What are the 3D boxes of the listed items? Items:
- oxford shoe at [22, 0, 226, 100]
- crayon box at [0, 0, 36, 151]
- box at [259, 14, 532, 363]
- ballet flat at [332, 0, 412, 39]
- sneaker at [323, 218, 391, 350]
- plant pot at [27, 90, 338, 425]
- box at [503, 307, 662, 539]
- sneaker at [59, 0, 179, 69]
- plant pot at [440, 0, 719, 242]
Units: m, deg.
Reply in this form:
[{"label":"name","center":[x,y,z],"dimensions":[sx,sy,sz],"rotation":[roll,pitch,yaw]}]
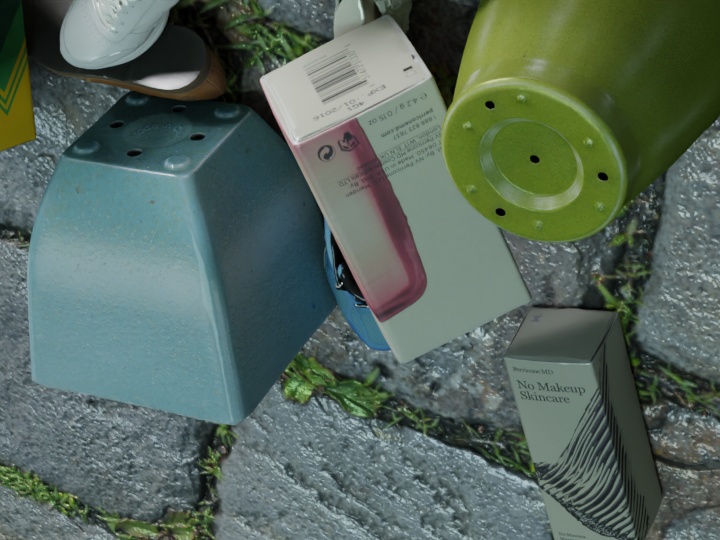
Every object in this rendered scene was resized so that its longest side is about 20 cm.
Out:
[{"label":"oxford shoe","center":[-0.194,-0.172,1.752],"dimensions":[0.200,0.071,0.071],"rotation":[23,174,25]},{"label":"crayon box","center":[-0.313,-0.182,1.776],"dimensions":[0.127,0.051,0.200],"rotation":[46,148,39]},{"label":"box","center":[0.024,-0.058,1.582],"dimensions":[0.109,0.128,0.200],"rotation":[-26,120,-1]},{"label":"ballet flat","center":[0.001,-0.159,1.644],"dimensions":[0.072,0.072,0.200],"rotation":[15,134,19]},{"label":"sneaker","center":[0.000,0.000,1.743],"dimensions":[0.078,0.090,0.200],"rotation":[-2,138,11]},{"label":"plant pot","center":[-0.149,-0.028,1.762],"dimensions":[0.195,0.196,0.200],"rotation":[9,125,24]},{"label":"box","center":[0.181,0.128,1.782],"dimensions":[0.082,0.068,0.200],"rotation":[2,128,29]},{"label":"sneaker","center":[-0.168,-0.220,1.645],"dimensions":[0.200,0.100,0.075],"rotation":[-38,77,30]},{"label":"plant pot","center":[0.146,-0.124,1.496],"dimensions":[0.200,0.193,0.201],"rotation":[16,133,18]}]
